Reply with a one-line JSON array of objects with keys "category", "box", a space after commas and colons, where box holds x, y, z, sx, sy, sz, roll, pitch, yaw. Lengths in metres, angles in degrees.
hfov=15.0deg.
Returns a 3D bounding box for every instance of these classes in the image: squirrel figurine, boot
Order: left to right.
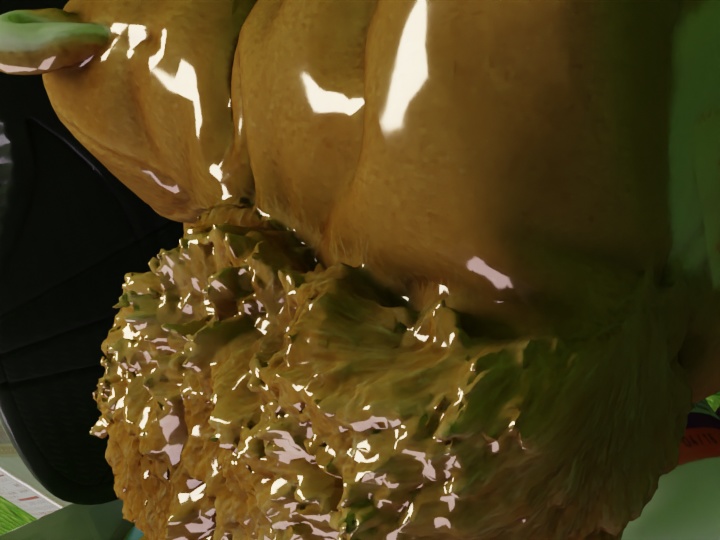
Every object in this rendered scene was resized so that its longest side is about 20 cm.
[{"category": "boot", "box": [-0.104, -0.048, 0.782, 0.154, 0.073, 0.204, -143, 37, -60]}, {"category": "squirrel figurine", "box": [-0.005, -0.016, 0.595, 0.187, 0.200, 0.142, 9, 160, 37]}]

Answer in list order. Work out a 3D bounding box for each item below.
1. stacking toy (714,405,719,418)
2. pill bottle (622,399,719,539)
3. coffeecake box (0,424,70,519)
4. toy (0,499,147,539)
[{"category": "stacking toy", "box": [0.144, 0.059, 0.796, 0.116, 0.110, 0.200, 1, 133, 48]}, {"category": "pill bottle", "box": [0.023, 0.030, 0.778, 0.200, 0.112, 0.112, 56, 178, 27]}, {"category": "coffeecake box", "box": [-0.119, -0.014, 0.934, 0.200, 0.154, 0.073, 34, 166, -11]}, {"category": "toy", "box": [-0.037, 0.108, 0.767, 0.047, 0.200, 0.115, -29, 85, 43]}]
